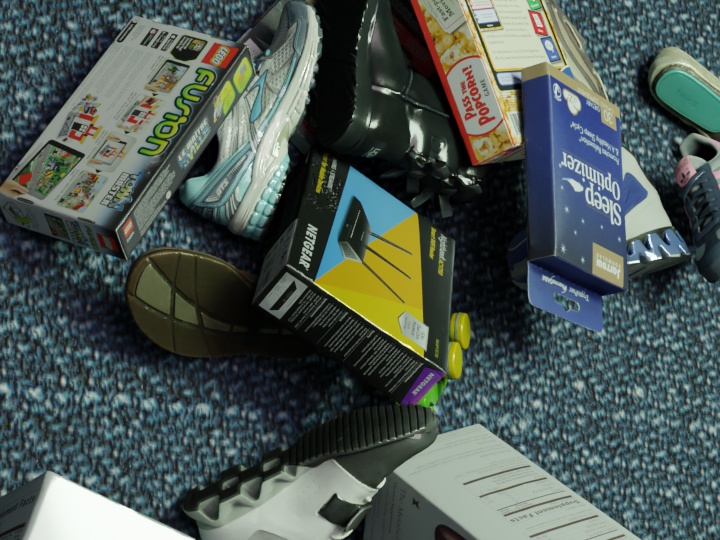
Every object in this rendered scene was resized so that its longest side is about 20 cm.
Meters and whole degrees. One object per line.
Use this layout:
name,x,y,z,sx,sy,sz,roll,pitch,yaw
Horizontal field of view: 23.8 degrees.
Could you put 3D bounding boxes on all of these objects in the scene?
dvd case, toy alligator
dvd case,-0.014,-0.188,1.462,0.146,0.022,0.200,45,56,-11
toy alligator,0.050,0.087,1.369,0.200,0.059,0.055,-69,153,-52

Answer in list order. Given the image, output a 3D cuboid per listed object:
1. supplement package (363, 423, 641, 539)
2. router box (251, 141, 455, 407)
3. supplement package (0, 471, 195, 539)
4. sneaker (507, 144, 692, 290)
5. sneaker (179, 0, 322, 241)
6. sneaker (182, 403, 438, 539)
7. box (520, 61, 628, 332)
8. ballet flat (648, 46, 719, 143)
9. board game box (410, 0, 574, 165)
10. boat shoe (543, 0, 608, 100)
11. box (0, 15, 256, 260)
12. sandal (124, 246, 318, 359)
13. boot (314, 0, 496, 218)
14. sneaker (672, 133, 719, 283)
supplement package,0.103,0.216,1.273,0.109,0.200,0.114,-12,118,-33
router box,0.000,0.000,1.331,0.149,0.051,0.200,35,28,-15
supplement package,-0.210,0.254,1.132,0.117,0.117,0.201,29,61,-19
sneaker,0.202,-0.050,1.520,0.199,0.080,0.116,-5,73,-40
sneaker,-0.087,-0.129,1.354,0.086,0.078,0.201,17,74,-8
sneaker,-0.024,0.166,1.264,0.089,0.199,0.074,63,11,-14
box,0.177,-0.058,1.405,0.121,0.032,0.201,21,64,-49
ballet flat,0.360,-0.147,1.656,0.200,0.067,0.062,41,30,-16
board game box,0.116,-0.195,1.454,0.151,0.046,0.201,-10,79,-55
boat shoe,0.163,-0.202,1.557,0.073,0.074,0.201,-10,73,-59
box,-0.174,-0.104,1.289,0.110,0.035,0.200,17,56,22
sandal,-0.103,0.022,1.310,0.199,0.055,0.082,7,111,-43
boot,0.041,-0.155,1.428,0.162,0.073,0.199,20,59,-36
sneaker,0.316,-0.059,1.566,0.082,0.070,0.200,40,27,-9
